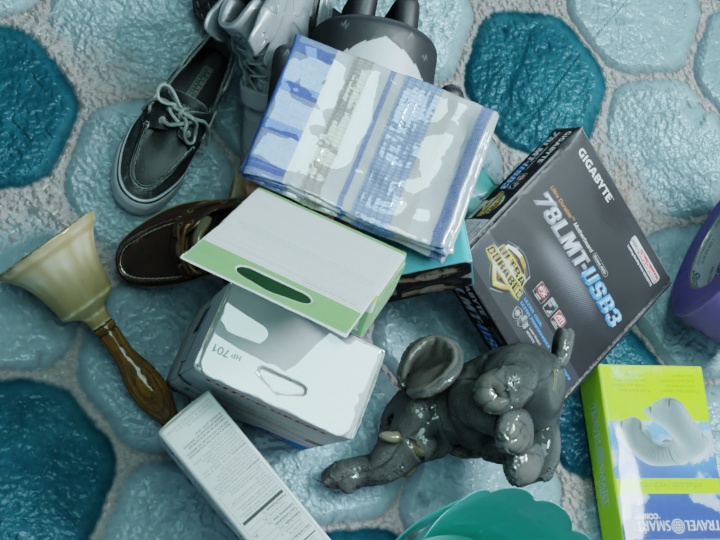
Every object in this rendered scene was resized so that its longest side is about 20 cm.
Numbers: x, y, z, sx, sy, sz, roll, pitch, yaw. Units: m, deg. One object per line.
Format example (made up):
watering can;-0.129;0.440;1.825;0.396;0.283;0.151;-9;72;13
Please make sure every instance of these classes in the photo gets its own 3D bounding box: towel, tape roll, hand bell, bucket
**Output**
towel;0.010;-0.108;1.349;0.198;0.024;0.148;22;75;1
tape roll;0.404;-0.017;1.572;0.085;0.200;0.201;31;62;-6
hand bell;-0.223;0.057;1.391;0.104;0.104;0.201;-39;99;-28
bucket;0.107;0.305;1.373;0.205;0.135;0.209;8;66;-18

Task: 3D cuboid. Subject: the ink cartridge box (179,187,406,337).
ink cartridge box;-0.054;0.005;1.250;0.144;0.048;0.200;25;25;6

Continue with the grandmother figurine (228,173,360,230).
grandmother figurine;-0.028;-0.042;1.469;0.198;0.121;0.061;15;109;-8

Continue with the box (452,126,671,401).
box;0.190;-0.001;1.518;0.198;0.050;0.201;-43;114;-21

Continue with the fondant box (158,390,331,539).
fondant box;-0.088;0.202;1.330;0.058;0.144;0.200;-38;86;-11

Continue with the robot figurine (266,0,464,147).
robot figurine;0.005;-0.157;1.432;0.149;0.125;0.202;2;75;27

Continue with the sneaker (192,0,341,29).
sneaker;-0.075;-0.247;1.574;0.199;0.072;0.083;25;28;-4

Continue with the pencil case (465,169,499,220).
pencil case;0.058;-0.108;1.545;0.200;0.085;0.093;41;45;-2

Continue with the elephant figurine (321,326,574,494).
elephant figurine;0.080;0.128;1.434;0.155;0.198;0.143;-3;91;-56

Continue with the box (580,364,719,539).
box;0.289;0.195;1.534;0.121;0.048;0.202;2;68;-19

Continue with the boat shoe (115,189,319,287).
boat shoe;-0.137;-0.030;1.398;0.198;0.072;0.073;-12;92;15

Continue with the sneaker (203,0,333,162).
sneaker;-0.098;-0.192;1.472;0.114;0.075;0.202;3;106;-53

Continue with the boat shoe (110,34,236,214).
boat shoe;-0.171;-0.144;1.483;0.073;0.068;0.200;35;62;-4

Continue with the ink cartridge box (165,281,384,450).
ink cartridge box;-0.078;0.087;1.347;0.145;0.200;0.087;26;75;-9

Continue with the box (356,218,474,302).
box;0.000;0.000;1.389;0.198;0.082;0.050;-11;73;2
